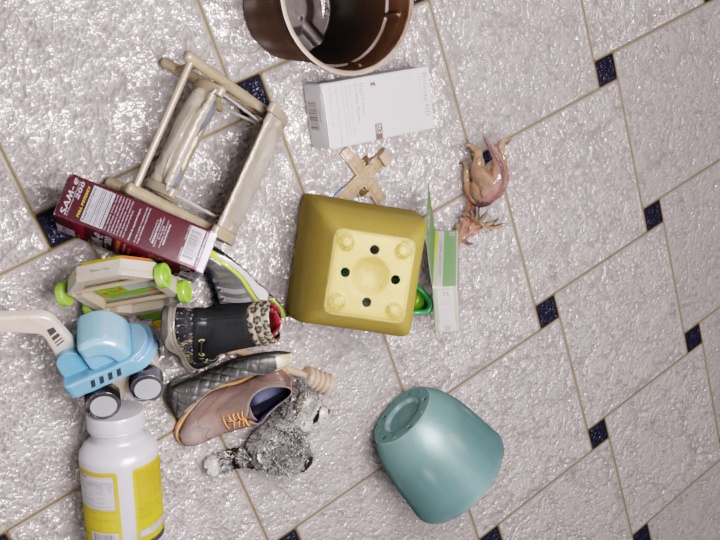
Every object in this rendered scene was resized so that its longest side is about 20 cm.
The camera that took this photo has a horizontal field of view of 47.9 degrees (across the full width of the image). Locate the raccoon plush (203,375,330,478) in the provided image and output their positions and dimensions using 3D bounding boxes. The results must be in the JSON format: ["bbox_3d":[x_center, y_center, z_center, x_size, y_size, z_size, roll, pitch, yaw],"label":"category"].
[{"bbox_3d":[-0.142,0.248,1.257,0.197,0.097,0.136,-12,118,-28],"label":"raccoon plush"}]

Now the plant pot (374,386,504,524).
[{"bbox_3d":[0.119,0.298,1.387,0.201,0.200,0.161,-47,107,-14],"label":"plant pot"}]

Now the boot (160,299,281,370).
[{"bbox_3d":[-0.182,0.092,1.138,0.151,0.204,0.075,-5,72,4],"label":"boot"}]

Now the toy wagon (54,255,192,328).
[{"bbox_3d":[-0.310,0.034,1.109,0.153,0.200,0.040,-10,70,9],"label":"toy wagon"}]

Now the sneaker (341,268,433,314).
[{"bbox_3d":[0.040,0.026,1.337,0.198,0.083,0.075,16,92,-28],"label":"sneaker"}]

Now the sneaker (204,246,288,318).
[{"bbox_3d":[-0.196,0.032,1.210,0.081,0.074,0.200,-49,118,-8],"label":"sneaker"}]

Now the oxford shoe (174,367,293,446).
[{"bbox_3d":[-0.193,0.211,1.236,0.198,0.073,0.072,-33,119,-6],"label":"oxford shoe"}]

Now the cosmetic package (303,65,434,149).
[{"bbox_3d":[0.016,-0.257,1.271,0.197,0.074,0.103,-17,109,-25],"label":"cosmetic package"}]

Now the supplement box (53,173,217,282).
[{"bbox_3d":[-0.297,-0.052,1.073,0.198,0.109,0.062,23,76,-14],"label":"supplement box"}]

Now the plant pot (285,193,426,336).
[{"bbox_3d":[0.000,0.000,1.193,0.191,0.200,0.199,8,95,-8],"label":"plant pot"}]

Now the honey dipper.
[{"bbox_3d":[-0.130,0.152,1.293,0.198,0.038,0.038,26,87,-31],"label":"honey dipper"}]

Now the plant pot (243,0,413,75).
[{"bbox_3d":[-0.062,-0.373,1.126,0.198,0.197,0.204,-7,104,-30],"label":"plant pot"}]

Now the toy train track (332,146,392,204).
[{"bbox_3d":[-0.017,-0.121,1.304,0.200,0.032,0.115,-46,119,-13],"label":"toy train track"}]

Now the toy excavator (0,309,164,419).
[{"bbox_3d":[-0.378,0.098,1.072,0.192,0.100,0.202,-22,127,-3],"label":"toy excavator"}]

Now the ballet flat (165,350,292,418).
[{"bbox_3d":[-0.195,0.164,1.219,0.197,0.066,0.058,-19,86,-3],"label":"ballet flat"}]

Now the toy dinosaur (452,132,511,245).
[{"bbox_3d":[0.215,-0.138,1.372,0.084,0.201,0.137,3,59,-7],"label":"toy dinosaur"}]

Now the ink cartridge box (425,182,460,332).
[{"bbox_3d":[0.137,-0.020,1.324,0.047,0.147,0.202,-1,130,8],"label":"ink cartridge box"}]

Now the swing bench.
[{"bbox_3d":[-0.212,-0.161,1.123,0.198,0.129,0.201,26,86,-31],"label":"swing bench"}]

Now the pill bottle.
[{"bbox_3d":[-0.341,0.295,1.154,0.110,0.112,0.204,-8,104,-29],"label":"pill bottle"}]
